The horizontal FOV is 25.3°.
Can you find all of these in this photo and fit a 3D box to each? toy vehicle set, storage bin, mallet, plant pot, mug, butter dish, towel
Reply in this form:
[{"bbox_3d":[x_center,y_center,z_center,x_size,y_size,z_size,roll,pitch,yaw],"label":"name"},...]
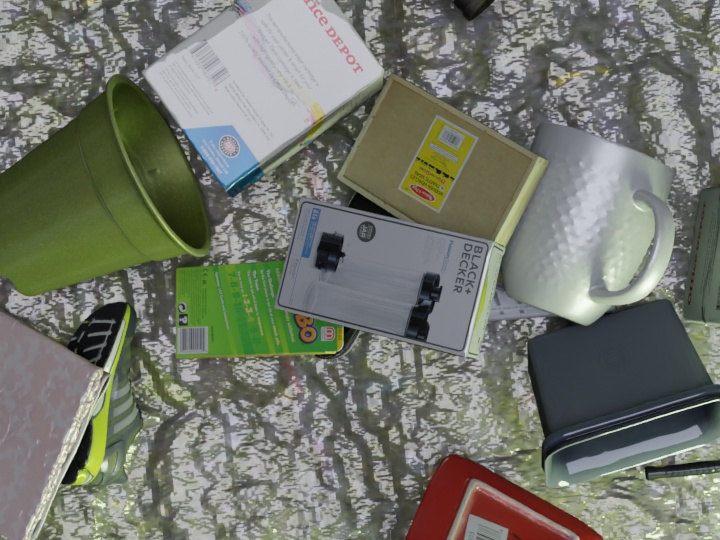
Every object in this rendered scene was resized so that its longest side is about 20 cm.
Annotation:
[{"bbox_3d":[0.080,-0.101,1.612,0.200,0.026,0.125,34,100,31],"label":"toy vehicle set"},{"bbox_3d":[0.266,0.124,1.656,0.199,0.146,0.135,-16,63,-1],"label":"storage bin"},{"bbox_3d":[0.401,0.204,1.682,0.199,0.066,0.041,-7,89,-1],"label":"mallet"},{"bbox_3d":[-0.281,-0.066,1.625,0.189,0.200,0.201,-26,90,12],"label":"plant pot"},{"bbox_3d":[0.233,-0.035,1.596,0.147,0.200,0.176,20,91,-37],"label":"mug"},{"bbox_3d":[0.123,0.325,1.644,0.199,0.148,0.200,29,47,-1],"label":"butter dish"},{"bbox_3d":[-0.363,0.155,1.643,0.190,0.032,0.201,24,89,31],"label":"towel"}]

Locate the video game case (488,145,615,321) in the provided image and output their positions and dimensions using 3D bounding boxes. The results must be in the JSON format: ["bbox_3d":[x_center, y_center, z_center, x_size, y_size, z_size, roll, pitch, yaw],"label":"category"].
[{"bbox_3d":[0.165,-0.040,1.700,0.199,0.022,0.184,-4,90,-1],"label":"video game case"}]

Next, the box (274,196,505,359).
[{"bbox_3d":[0.028,0.006,1.549,0.199,0.060,0.117,15,88,16],"label":"box"}]

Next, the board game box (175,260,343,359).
[{"bbox_3d":[-0.101,0.040,1.644,0.199,0.030,0.096,-4,83,30],"label":"board game box"}]

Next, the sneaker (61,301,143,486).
[{"bbox_3d":[-0.265,0.131,1.671,0.074,0.081,0.201,-1,71,38],"label":"sneaker"}]

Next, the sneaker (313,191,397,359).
[{"bbox_3d":[0.000,0.000,1.663,0.075,0.088,0.201,19,89,-1],"label":"sneaker"}]

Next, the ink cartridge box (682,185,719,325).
[{"bbox_3d":[0.398,-0.012,1.617,0.083,0.200,0.148,9,90,-4],"label":"ink cartridge box"}]

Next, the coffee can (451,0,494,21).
[{"bbox_3d":[0.095,-0.378,1.638,0.146,0.146,0.200,-44,90,-1],"label":"coffee can"}]

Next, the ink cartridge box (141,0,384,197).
[{"bbox_3d":[-0.094,-0.193,1.633,0.200,0.145,0.148,-35,90,-1],"label":"ink cartridge box"}]
